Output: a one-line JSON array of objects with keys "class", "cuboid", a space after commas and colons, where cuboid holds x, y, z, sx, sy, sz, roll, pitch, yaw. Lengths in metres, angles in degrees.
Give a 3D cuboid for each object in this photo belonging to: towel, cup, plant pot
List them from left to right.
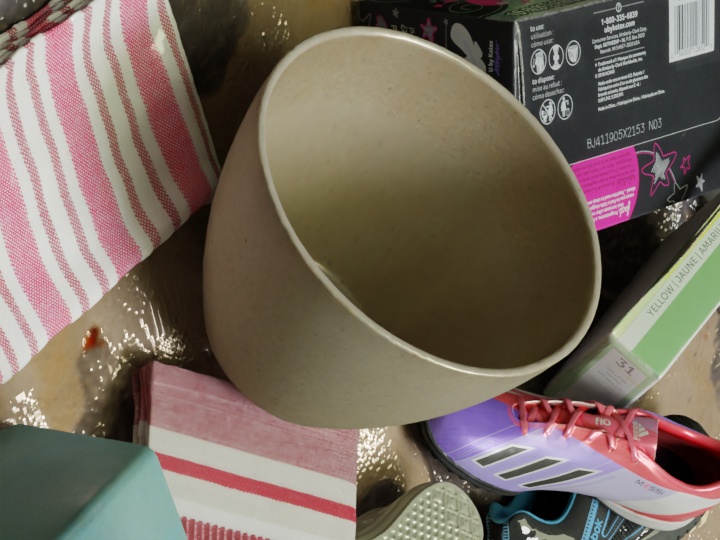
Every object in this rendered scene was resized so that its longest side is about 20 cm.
[{"class": "plant pot", "cuboid": [-0.171, 0.169, 1.359, 0.200, 0.141, 0.142, -48, 133, -41]}, {"class": "towel", "cuboid": [-0.142, -0.048, 1.416, 0.200, 0.030, 0.147, -42, 130, -36]}, {"class": "towel", "cuboid": [-0.062, 0.156, 1.499, 0.144, 0.023, 0.201, 18, 65, -37]}, {"class": "cup", "cuboid": [0.000, 0.000, 1.486, 0.200, 0.143, 0.201, 20, 49, -25]}]

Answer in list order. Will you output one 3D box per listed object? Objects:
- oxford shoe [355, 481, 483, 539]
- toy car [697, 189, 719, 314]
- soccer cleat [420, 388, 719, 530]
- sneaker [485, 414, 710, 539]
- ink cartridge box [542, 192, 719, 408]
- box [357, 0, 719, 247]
[{"class": "oxford shoe", "cuboid": [-0.006, 0.174, 1.599, 0.200, 0.058, 0.075, -31, 91, -50]}, {"class": "toy car", "cuboid": [0.303, -0.055, 1.851, 0.175, 0.149, 0.201, -40, 127, -40]}, {"class": "soccer cleat", "cuboid": [0.128, 0.097, 1.698, 0.199, 0.073, 0.069, 18, 57, -27]}, {"class": "sneaker", "cuboid": [0.147, 0.134, 1.776, 0.200, 0.073, 0.082, -39, 122, -41]}, {"class": "ink cartridge box", "cuboid": [0.195, 0.002, 1.722, 0.048, 0.200, 0.146, 42, 59, -1]}, {"class": "box", "cuboid": [0.102, -0.097, 1.630, 0.200, 0.114, 0.133, -18, 112, -48]}]
